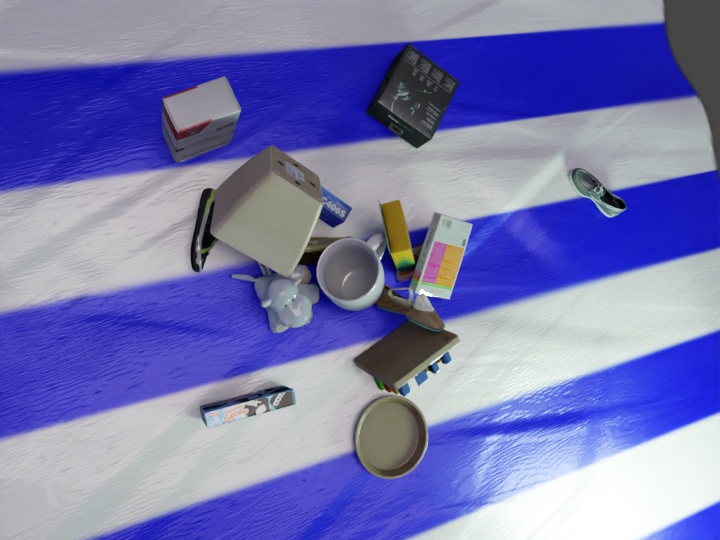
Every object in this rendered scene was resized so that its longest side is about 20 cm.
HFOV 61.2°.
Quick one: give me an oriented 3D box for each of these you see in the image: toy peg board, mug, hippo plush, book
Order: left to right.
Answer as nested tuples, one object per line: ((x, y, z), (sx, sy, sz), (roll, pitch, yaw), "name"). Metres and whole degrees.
((-0.162, 0.046, 1.384), (0.159, 0.161, 0.201), (-37, 102, -17), "hippo plush")
((0.000, 0.000, 1.432), (0.147, 0.175, 0.201), (33, 82, 16), "mug")
((0.122, 0.226, 1.470), (0.199, 0.199, 0.099), (-33, 112, -19), "toy peg board")
((0.202, -0.035, 1.529), (0.133, 0.048, 0.202), (10, 102, -46), "book")

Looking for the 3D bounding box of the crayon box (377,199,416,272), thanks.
((0.091, -0.083, 1.462), (0.051, 0.200, 0.127), (-13, 73, 7), "crayon box")

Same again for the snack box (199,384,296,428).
((-0.252, 0.300, 1.358), (0.198, 0.116, 0.038), (-11, 89, -21), "snack box")

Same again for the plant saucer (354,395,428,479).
((0.074, 0.412, 1.515), (0.198, 0.029, 0.203), (2, 85, -20), "plant saucer")

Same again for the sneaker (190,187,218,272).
((-0.334, -0.092, 1.387), (0.082, 0.072, 0.203), (12, 81, -20), "sneaker")

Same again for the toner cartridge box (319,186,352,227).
((-0.122, -0.181, 1.461), (0.199, 0.095, 0.043), (35, 73, -15), "toner cartridge box")

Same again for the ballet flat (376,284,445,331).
((0.123, 0.082, 1.483), (0.067, 0.199, 0.073), (-6, 112, -49), "ballet flat")

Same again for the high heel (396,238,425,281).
((0.172, -0.042, 1.587), (0.200, 0.096, 0.067), (-46, 66, 3), "high heel")

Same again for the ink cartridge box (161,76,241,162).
((-0.353, -0.326, 1.334), (0.146, 0.200, 0.084), (-26, 91, -21), "ink cartridge box")

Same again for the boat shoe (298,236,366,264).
((-0.070, -0.059, 1.487), (0.198, 0.074, 0.064), (-7, 57, -15), "boat shoe")

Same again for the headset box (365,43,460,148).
((0.133, -0.443, 1.579), (0.173, 0.093, 0.202), (30, 76, -16), "headset box")

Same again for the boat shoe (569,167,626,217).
((0.699, -0.235, 1.785), (0.199, 0.062, 0.073), (39, 74, -13), "boat shoe")

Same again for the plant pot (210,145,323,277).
((-0.186, -0.144, 1.319), (0.199, 0.201, 0.177), (31, 115, -26), "plant pot")
